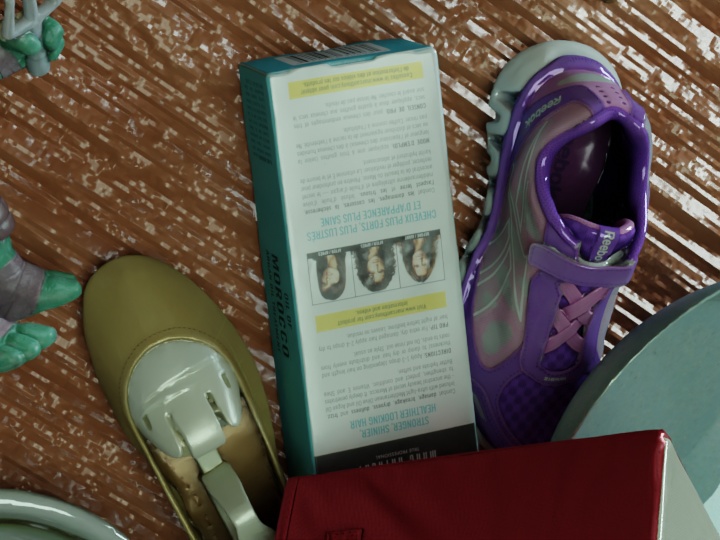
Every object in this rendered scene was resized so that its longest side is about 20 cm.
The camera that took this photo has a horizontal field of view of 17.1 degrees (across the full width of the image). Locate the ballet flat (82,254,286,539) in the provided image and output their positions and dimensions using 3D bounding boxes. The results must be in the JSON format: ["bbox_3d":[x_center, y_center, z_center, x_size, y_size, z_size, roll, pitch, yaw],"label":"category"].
[{"bbox_3d":[-0.062,0.084,1.077,0.068,0.063,0.201,-29,109,-6],"label":"ballet flat"}]

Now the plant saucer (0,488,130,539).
[{"bbox_3d":[-0.174,0.190,1.065,0.199,0.050,0.201,-4,101,-19],"label":"plant saucer"}]

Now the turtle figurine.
[{"bbox_3d":[-0.178,-0.063,0.983,0.100,0.150,0.201,-8,112,27],"label":"turtle figurine"}]

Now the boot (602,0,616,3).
[{"bbox_3d":[0.063,-0.204,1.081,0.188,0.068,0.200,-45,119,-15],"label":"boot"}]

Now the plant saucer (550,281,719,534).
[{"bbox_3d":[0.145,0.074,1.134,0.200,0.039,0.202,-28,140,-27],"label":"plant saucer"}]

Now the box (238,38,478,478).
[{"bbox_3d":[0.000,0.000,1.091,0.082,0.049,0.201,-10,104,-17],"label":"box"}]

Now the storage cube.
[{"bbox_3d":[0.068,0.194,1.027,0.179,0.172,0.200,-9,135,23],"label":"storage cube"}]

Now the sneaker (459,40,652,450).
[{"bbox_3d":[0.093,-0.002,1.104,0.080,0.088,0.201,3,102,-23],"label":"sneaker"}]
